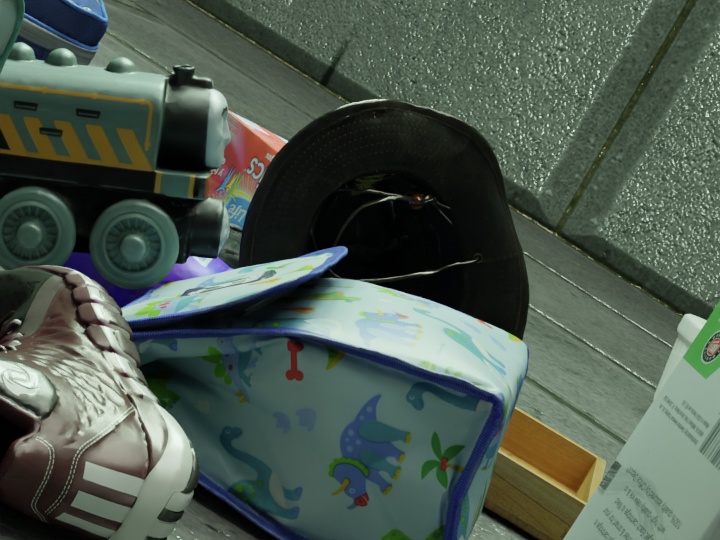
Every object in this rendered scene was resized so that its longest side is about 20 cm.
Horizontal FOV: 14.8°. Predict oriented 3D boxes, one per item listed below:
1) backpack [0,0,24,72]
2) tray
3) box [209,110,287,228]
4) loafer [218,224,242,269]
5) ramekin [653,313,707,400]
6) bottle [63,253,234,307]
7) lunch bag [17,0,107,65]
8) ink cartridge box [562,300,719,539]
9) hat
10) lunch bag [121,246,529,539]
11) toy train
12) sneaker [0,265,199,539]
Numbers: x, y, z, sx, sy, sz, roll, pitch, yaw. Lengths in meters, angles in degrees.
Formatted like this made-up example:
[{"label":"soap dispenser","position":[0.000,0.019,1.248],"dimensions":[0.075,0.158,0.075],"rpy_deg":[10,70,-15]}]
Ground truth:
[{"label":"backpack","position":[-0.252,-0.080,1.107],"dimensions":[0.199,0.176,0.153],"rpy_deg":[24,3,-18]},{"label":"tray","position":[0.098,0.121,1.709],"dimensions":[0.098,0.037,0.200],"rpy_deg":[31,8,4]},{"label":"box","position":[-0.038,-0.019,1.874],"dimensions":[0.102,0.095,0.200],"rpy_deg":[25,9,-36]},{"label":"loafer","position":[-0.072,0.005,1.662],"dimensions":[0.200,0.068,0.071],"rpy_deg":[21,26,-36]},{"label":"ramekin","position":[0.350,0.129,2.449],"dimensions":[0.202,0.095,0.202],"rpy_deg":[30,6,-4]},{"label":"bottle","position":[-0.083,0.027,1.490],"dimensions":[0.199,0.065,0.084],"rpy_deg":[31,6,3]},{"label":"lunch bag","position":[-0.277,-0.186,1.908],"dimensions":[0.199,0.133,0.136],"rpy_deg":[29,7,-17]},{"label":"ink cartridge box","position":[0.176,0.125,1.340],"dimensions":[0.084,0.200,0.146],"rpy_deg":[31,7,-17]},{"label":"hat","position":[0.000,0.000,1.608],"dimensions":[0.200,0.201,0.081],"rpy_deg":[27,-9,-28]},{"label":"lunch bag","position":[-0.028,0.057,1.332],"dimensions":[0.199,0.128,0.170],"rpy_deg":[18,8,6]},{"label":"toy train","position":[-0.163,-0.057,1.413],"dimensions":[0.199,0.115,0.085],"rpy_deg":[7,10,-2]},{"label":"sneaker","position":[-0.149,0.039,1.121],"dimensions":[0.115,0.076,0.200],"rpy_deg":[22,11,-35]}]
